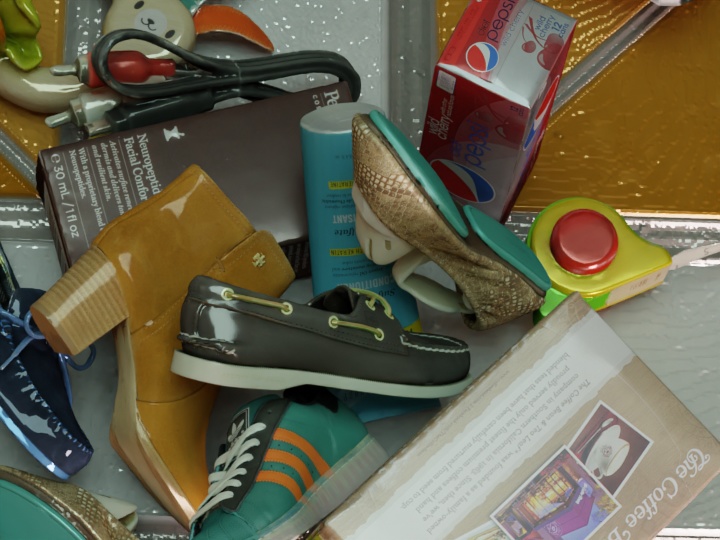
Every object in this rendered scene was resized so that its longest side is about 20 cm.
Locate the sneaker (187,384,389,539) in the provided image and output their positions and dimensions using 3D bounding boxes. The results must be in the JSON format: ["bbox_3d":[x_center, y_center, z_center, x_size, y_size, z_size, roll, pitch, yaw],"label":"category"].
[{"bbox_3d":[-0.060,0.122,1.557,0.080,0.071,0.200,51,31,2],"label":"sneaker"}]

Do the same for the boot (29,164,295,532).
[{"bbox_3d":[-0.090,0.051,1.607,0.144,0.071,0.201,-38,113,-18],"label":"boot"}]

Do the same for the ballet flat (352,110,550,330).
[{"bbox_3d":[0.039,-0.019,1.578,0.065,0.200,0.071,-37,44,12],"label":"ballet flat"}]

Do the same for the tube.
[{"bbox_3d":[0.000,0.000,1.638,0.077,0.050,0.200,-9,113,-4],"label":"tube"}]

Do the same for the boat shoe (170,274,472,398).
[{"bbox_3d":[-0.015,0.039,1.584,0.201,0.072,0.061,5,95,-35],"label":"boat shoe"}]

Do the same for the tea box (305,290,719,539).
[{"bbox_3d":[0.077,0.142,1.549,0.200,0.197,0.134,-42,86,-18],"label":"tea box"}]

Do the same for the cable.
[{"bbox_3d":[-0.099,-0.123,1.708,0.200,0.097,0.050,-16,34,-20],"label":"cable"}]

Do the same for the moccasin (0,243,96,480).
[{"bbox_3d":[-0.211,0.032,1.628,0.068,0.080,0.200,-35,68,-1],"label":"moccasin"}]

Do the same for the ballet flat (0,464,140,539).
[{"bbox_3d":[-0.139,0.177,1.606,0.200,0.071,0.065,41,44,9],"label":"ballet flat"}]

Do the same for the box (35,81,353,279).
[{"bbox_3d":[-0.091,-0.039,1.683,0.200,0.075,0.100,-14,70,-12],"label":"box"}]

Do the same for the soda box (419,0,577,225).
[{"bbox_3d":[0.078,-0.094,1.648,0.063,0.200,0.070,25,68,6],"label":"soda box"}]

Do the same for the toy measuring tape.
[{"bbox_3d":[0.169,-0.024,1.699,0.200,0.074,0.074,-22,72,-12],"label":"toy measuring tape"}]

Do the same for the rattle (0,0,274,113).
[{"bbox_3d":[-0.157,-0.178,1.701,0.200,0.143,0.130,3,53,3],"label":"rattle"}]

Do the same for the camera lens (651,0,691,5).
[{"bbox_3d":[0.167,-0.276,1.749,0.200,0.160,0.160,30,69,8],"label":"camera lens"}]
